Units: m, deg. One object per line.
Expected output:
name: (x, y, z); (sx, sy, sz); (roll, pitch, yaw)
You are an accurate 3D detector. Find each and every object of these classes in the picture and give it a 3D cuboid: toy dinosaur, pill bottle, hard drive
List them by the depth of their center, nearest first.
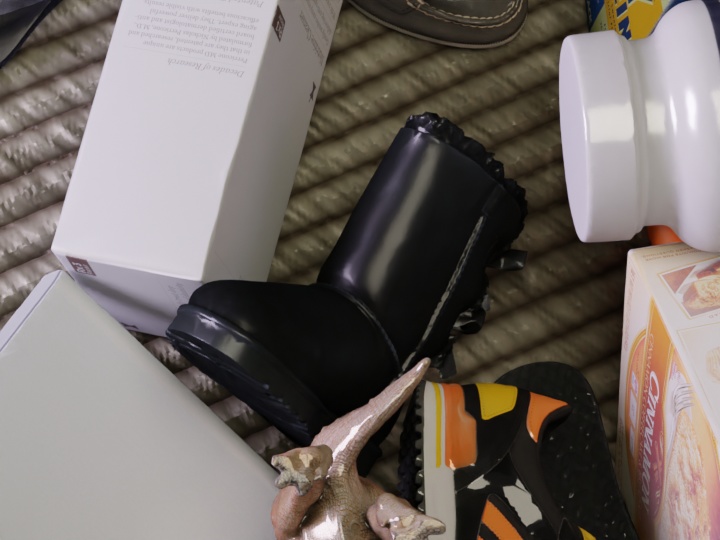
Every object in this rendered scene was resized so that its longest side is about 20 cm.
toy dinosaur: (-0.013, 0.136, 1.354); (0.085, 0.136, 0.201); (6, 90, -3)
pill bottle: (0.194, -0.069, 1.363); (0.199, 0.116, 0.117); (-6, 76, -1)
hard drive: (-0.108, 0.116, 1.393); (0.200, 0.027, 0.132); (44, 65, -16)

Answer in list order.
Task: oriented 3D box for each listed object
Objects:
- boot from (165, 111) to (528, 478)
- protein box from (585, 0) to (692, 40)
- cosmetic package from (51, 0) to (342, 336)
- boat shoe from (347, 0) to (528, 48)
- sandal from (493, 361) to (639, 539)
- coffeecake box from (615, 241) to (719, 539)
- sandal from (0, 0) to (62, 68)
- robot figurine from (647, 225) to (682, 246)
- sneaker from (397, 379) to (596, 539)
boot: (0.000, 0.000, 1.400); (0.073, 0.198, 0.163); (28, 82, 29)
protein box: (0.223, -0.174, 1.466); (0.199, 0.199, 0.136); (-3, 75, -8)
cosmetic package: (-0.075, -0.075, 1.439); (0.081, 0.113, 0.201); (9, 74, 14)
boat shoe: (-0.001, -0.179, 1.512); (0.199, 0.057, 0.067); (33, 74, 2)
sandal: (0.104, 0.141, 1.447); (0.075, 0.048, 0.202); (-8, 62, 4)
coffeecake box: (0.180, 0.106, 1.368); (0.073, 0.154, 0.201); (-9, 42, -10)
sandal: (-0.168, -0.158, 1.491); (0.200, 0.043, 0.076); (-37, 83, -15)
robot figurine: (0.244, -0.025, 1.473); (0.199, 0.117, 0.145); (4, 75, -7)
sneaker: (0.067, 0.146, 1.385); (0.089, 0.070, 0.201); (0, 70, -8)
